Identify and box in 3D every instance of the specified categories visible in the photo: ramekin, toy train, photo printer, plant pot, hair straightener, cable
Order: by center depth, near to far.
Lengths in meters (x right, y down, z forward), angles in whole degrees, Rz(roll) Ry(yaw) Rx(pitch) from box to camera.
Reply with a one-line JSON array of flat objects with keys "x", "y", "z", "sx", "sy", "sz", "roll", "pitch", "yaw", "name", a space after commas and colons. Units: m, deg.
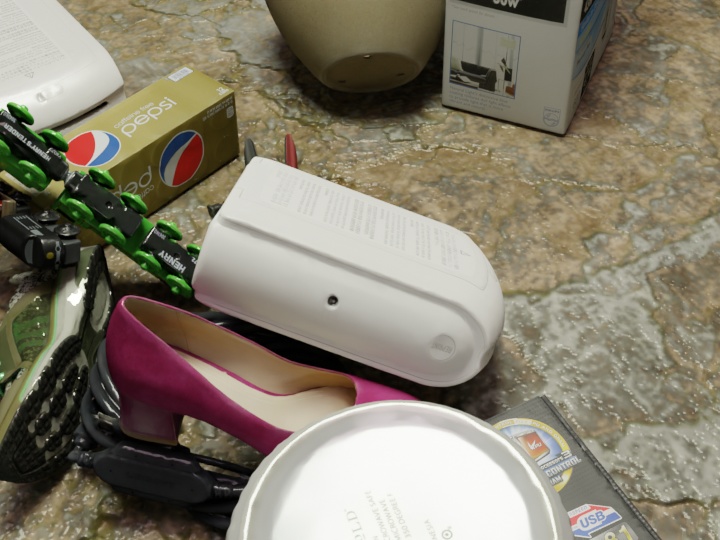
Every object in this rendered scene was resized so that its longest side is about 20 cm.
[{"x": 0.020, "y": 0.156, "z": 0.535, "sx": 0.198, "sy": 0.095, "sz": 0.204, "roll": 0, "pitch": 45, "yaw": 0, "name": "ramekin"}, {"x": -0.084, "y": 0.093, "z": 0.704, "sx": 0.196, "sy": 0.051, "sz": 0.164, "roll": 9, "pitch": 38, "yaw": 5, "name": "cable"}, {"x": 0.000, "y": 0.000, "z": 0.709, "sx": 0.197, "sy": 0.070, "sz": 0.167, "roll": 20, "pitch": 19, "yaw": -5, "name": "photo printer"}, {"x": -0.191, "y": -0.046, "z": 0.767, "sx": 0.199, "sy": 0.056, "sz": 0.042, "roll": 40, "pitch": 65, "yaw": -18, "name": "toy train"}, {"x": -0.269, "y": -0.045, "z": 0.771, "sx": 0.045, "sy": 0.035, "sz": 0.199, "roll": -13, "pitch": 30, "yaw": -43, "name": "toy train"}, {"x": -0.083, "y": -0.032, "z": 0.837, "sx": 0.075, "sy": 0.041, "sz": 0.202, "roll": -4, "pitch": 49, "yaw": -3, "name": "hair straightener"}, {"x": 0.004, "y": -0.240, "z": 0.955, "sx": 0.196, "sy": 0.200, "sz": 0.137, "roll": -5, "pitch": 78, "yaw": -4, "name": "plant pot"}, {"x": -0.315, "y": -0.174, "z": 0.955, "sx": 0.165, "sy": 0.070, "sz": 0.200, "roll": -28, "pitch": 51, "yaw": -26, "name": "photo printer"}]

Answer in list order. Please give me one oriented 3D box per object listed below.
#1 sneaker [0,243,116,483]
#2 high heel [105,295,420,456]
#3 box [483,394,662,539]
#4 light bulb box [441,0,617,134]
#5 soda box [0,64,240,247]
[{"x": -0.226, "y": 0.064, "z": 0.722, "sx": 0.087, "sy": 0.078, "sz": 0.201, "roll": -6, "pitch": 37, "yaw": 9, "name": "sneaker"}, {"x": -0.051, "y": 0.061, "z": 0.629, "sx": 0.196, "sy": 0.097, "sz": 0.068, "roll": 8, "pitch": 40, "yaw": 1, "name": "high heel"}, {"x": 0.068, "y": 0.176, "z": 0.613, "sx": 0.197, "sy": 0.045, "sz": 0.161, "roll": -20, "pitch": 48, "yaw": -18, "name": "box"}, {"x": 0.162, "y": -0.270, "z": 0.953, "sx": 0.123, "sy": 0.202, "sz": 0.199, "roll": 16, "pitch": 47, "yaw": 17, "name": "light bulb box"}, {"x": -0.190, "y": -0.087, "z": 0.866, "sx": 0.064, "sy": 0.068, "sz": 0.199, "roll": 31, "pitch": 52, "yaw": 28, "name": "soda box"}]
